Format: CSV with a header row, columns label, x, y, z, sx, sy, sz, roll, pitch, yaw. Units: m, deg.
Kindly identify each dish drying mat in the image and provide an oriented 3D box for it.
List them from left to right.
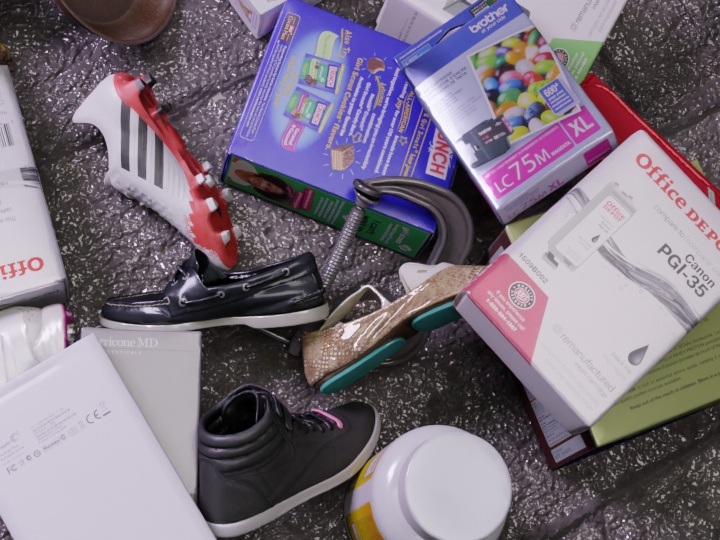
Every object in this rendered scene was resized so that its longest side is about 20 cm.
label,x,y,z,sx,sy,sz,roll,pitch,yaw
dish drying mat,0.248,-0.082,1.161,0.077,0.018,0.200,-42,81,-19

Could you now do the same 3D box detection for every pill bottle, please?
label,x,y,z,sx,sy,sz,roll,pitch,yaw
pill bottle,0.056,0.187,1.093,0.112,0.200,0.114,3,73,-10

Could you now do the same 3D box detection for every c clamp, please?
label,x,y,z,sx,sy,sz,roll,pitch,yaw
c clamp,0.000,0.000,1.182,0.170,0.027,0.201,29,103,-8

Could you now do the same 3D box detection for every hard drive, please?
label,x,y,z,sx,sy,sz,roll,pitch,yaw
hard drive,-0.215,0.168,1.054,0.131,0.025,0.201,-30,80,-14

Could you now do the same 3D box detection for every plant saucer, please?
label,x,y,z,sx,sy,sz,roll,pitch,yaw
plant saucer,-0.239,-0.298,1.212,0.036,0.200,0.202,-9,71,31

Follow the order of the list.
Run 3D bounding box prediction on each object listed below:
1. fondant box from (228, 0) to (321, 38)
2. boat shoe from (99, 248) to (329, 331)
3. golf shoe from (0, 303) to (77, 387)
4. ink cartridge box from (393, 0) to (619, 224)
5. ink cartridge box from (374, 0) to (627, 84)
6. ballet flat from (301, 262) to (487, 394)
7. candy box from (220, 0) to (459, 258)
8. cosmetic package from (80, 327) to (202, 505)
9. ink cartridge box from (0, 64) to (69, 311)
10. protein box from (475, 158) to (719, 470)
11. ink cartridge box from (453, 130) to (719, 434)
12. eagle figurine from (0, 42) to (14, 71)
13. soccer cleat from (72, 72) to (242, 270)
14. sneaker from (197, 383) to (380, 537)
label,x,y,z,sx,sy,sz,roll,pitch,yaw
fondant box,-0.095,-0.344,1.292,0.144,0.058,0.201,-33,82,-18
boat shoe,-0.127,0.014,1.152,0.197,0.075,0.067,-2,102,10
golf shoe,-0.282,0.127,1.109,0.091,0.075,0.202,3,77,-11
ink cartridge box,0.118,-0.152,1.164,0.119,0.042,0.201,-34,62,5
ink cartridge box,0.135,-0.251,1.294,0.199,0.084,0.146,31,71,-1
ballet flat,0.033,0.032,1.152,0.199,0.071,0.066,-29,72,4
candy box,-0.006,-0.130,1.238,0.198,0.077,0.170,21,71,-3
cosmetic package,-0.184,0.152,1.119,0.106,0.090,0.202,0,77,-8
ink cartridge box,-0.343,-0.055,1.147,0.145,0.086,0.202,-15,79,-15
protein box,0.233,0.041,1.202,0.197,0.135,0.202,-19,78,-15
ink cartridge box,0.196,0.009,1.079,0.200,0.083,0.147,-42,84,-9
eagle figurine,-0.346,-0.273,1.181,0.150,0.151,0.202,-19,98,-45
soccer cleat,-0.179,-0.080,1.201,0.085,0.069,0.201,-30,96,15
sneaker,-0.056,0.131,1.116,0.199,0.070,0.100,-28,123,-40
